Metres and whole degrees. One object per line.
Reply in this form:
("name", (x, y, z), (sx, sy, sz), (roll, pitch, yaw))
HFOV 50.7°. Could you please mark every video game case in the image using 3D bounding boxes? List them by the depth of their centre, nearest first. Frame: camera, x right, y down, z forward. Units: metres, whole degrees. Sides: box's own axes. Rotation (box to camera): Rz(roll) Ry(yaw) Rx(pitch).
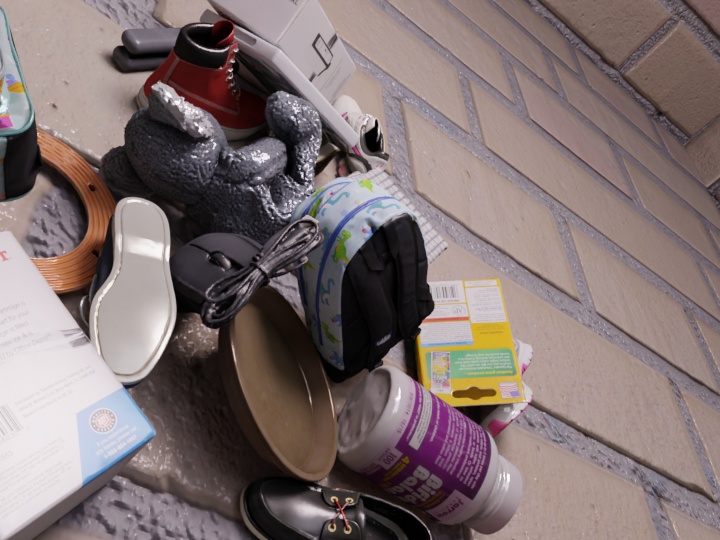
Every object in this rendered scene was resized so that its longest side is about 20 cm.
("video game case", (-0.107, -0.256, 1.022), (0.181, 0.024, 0.199), (39, 0, 38))

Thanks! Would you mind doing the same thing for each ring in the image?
("ring", (-0.316, -0.061, 0.702), (0.198, 0.019, 0.203), (32, 35, -25))

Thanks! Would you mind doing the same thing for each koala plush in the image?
("koala plush", (-0.162, -0.110, 0.803), (0.198, 0.176, 0.188), (26, 48, -36))

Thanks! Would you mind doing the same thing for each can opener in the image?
("can opener", (-0.231, -0.282, 1.000), (0.067, 0.053, 0.199), (50, 33, 6))

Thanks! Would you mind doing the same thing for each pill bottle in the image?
("pill bottle", (0.076, 0.199, 0.811), (0.198, 0.112, 0.113), (35, 34, -18))

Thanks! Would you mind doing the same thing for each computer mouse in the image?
("computer mouse", (-0.132, -0.006, 0.706), (0.138, 0.198, 0.053), (-42, 110, -29))

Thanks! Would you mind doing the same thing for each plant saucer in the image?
("plant saucer", (-0.080, 0.108, 0.737), (0.202, 0.029, 0.202), (59, 17, -29))

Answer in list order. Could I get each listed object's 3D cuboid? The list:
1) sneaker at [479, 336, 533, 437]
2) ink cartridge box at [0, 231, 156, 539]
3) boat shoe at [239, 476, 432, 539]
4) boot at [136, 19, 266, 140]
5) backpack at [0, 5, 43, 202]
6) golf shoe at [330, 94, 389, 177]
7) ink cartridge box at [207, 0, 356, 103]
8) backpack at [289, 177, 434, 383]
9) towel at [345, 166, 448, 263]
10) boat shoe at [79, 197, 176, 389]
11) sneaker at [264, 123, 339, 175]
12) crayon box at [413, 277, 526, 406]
("sneaker", (0.177, 0.144, 1.029), (0.088, 0.082, 0.201), (37, 27, -7))
("ink cartridge box", (-0.268, 0.087, 0.541), (0.201, 0.086, 0.146), (51, 32, 6))
("boat shoe", (-0.019, 0.234, 0.710), (0.199, 0.063, 0.075), (29, 39, -25))
("boot", (-0.164, -0.241, 0.953), (0.198, 0.144, 0.073), (-4, 57, -52))
("backpack", (-0.365, -0.141, 0.587), (0.196, 0.155, 0.178), (-14, 61, -24))
("golf shoe", (0.003, -0.207, 1.167), (0.071, 0.092, 0.203), (18, 42, -35))
("ink cartridge box", (-0.106, -0.325, 1.038), (0.145, 0.085, 0.200), (37, -1, 21))
("backpack", (0.000, 0.000, 0.809), (0.162, 0.201, 0.154), (-35, 70, -16))
("towel", (0.009, -0.040, 1.010), (0.166, 0.086, 0.200), (48, 34, 2))
("boat shoe", (-0.207, 0.024, 0.671), (0.073, 0.062, 0.203), (11, 45, -29))
("sneaker", (-0.103, -0.165, 1.023), (0.090, 0.067, 0.200), (48, 27, 2))
("crayon box", (0.132, 0.103, 0.973), (0.122, 0.052, 0.203), (-3, 45, 0))
